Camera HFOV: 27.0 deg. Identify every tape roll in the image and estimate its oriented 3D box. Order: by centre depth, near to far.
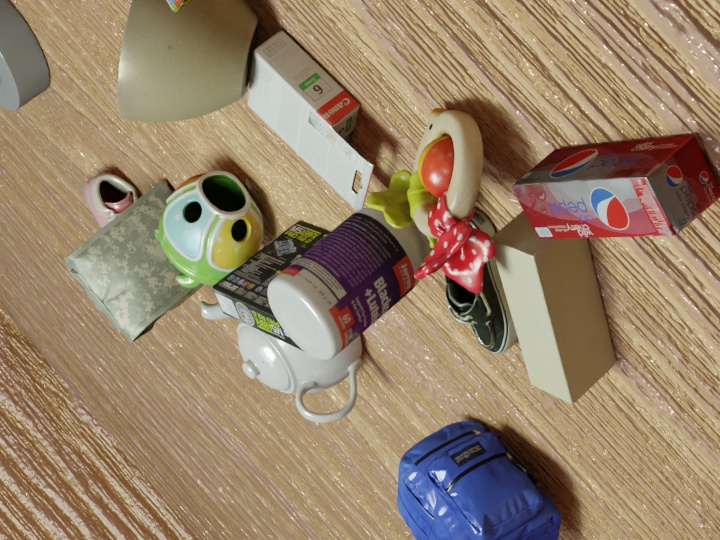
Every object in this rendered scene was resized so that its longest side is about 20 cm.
[{"bbox_3d":[-0.585,-0.358,2.406,0.200,0.066,0.201,40,153,26],"label":"tape roll"}]

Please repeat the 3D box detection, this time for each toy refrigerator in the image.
[{"bbox_3d":[0.199,0.033,1.551,0.070,0.076,0.201,24,144,45],"label":"toy refrigerator"}]

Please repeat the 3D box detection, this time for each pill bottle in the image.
[{"bbox_3d":[0.000,0.000,1.704,0.111,0.200,0.112,39,154,24],"label":"pill bottle"}]

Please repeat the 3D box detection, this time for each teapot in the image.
[{"bbox_3d":[-0.101,0.102,2.088,0.199,0.146,0.199,4,128,58],"label":"teapot"}]

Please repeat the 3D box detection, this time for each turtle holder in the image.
[{"bbox_3d":[-0.197,-0.049,2.044,0.132,0.139,0.187,118,147,-47],"label":"turtle holder"}]

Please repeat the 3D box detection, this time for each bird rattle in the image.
[{"bbox_3d":[0.079,-0.080,1.518,0.200,0.111,0.165,-116,36,-70],"label":"bird rattle"}]

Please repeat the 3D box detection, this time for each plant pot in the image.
[{"bbox_3d":[-0.191,-0.261,1.738,0.133,0.202,0.201,12,150,0],"label":"plant pot"}]

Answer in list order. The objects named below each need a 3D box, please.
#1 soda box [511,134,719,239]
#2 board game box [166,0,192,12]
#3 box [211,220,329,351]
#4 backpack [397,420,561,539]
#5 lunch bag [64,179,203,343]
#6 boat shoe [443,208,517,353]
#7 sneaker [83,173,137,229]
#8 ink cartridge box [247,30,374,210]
[{"bbox_3d":[0.229,-0.073,1.360,0.199,0.070,0.064,2,126,60],"label":"soda box"},{"bbox_3d":[-0.146,-0.375,1.449,0.166,0.200,0.057,54,157,-7],"label":"board game box"},{"bbox_3d":[-0.071,0.017,1.903,0.199,0.160,0.045,20,140,48],"label":"box"},{"bbox_3d":[0.145,0.285,1.901,0.200,0.161,0.169,48,150,39],"label":"backpack"},{"bbox_3d":[-0.331,-0.007,2.277,0.165,0.200,0.118,51,155,-1],"label":"lunch bag"},{"bbox_3d":[0.124,0.024,1.683,0.070,0.064,0.201,27,145,43],"label":"boat shoe"},{"bbox_3d":[-0.377,-0.070,2.420,0.201,0.075,0.105,58,160,-4],"label":"sneaker"},{"bbox_3d":[-0.046,-0.171,1.735,0.200,0.050,0.109,44,154,14],"label":"ink cartridge box"}]
